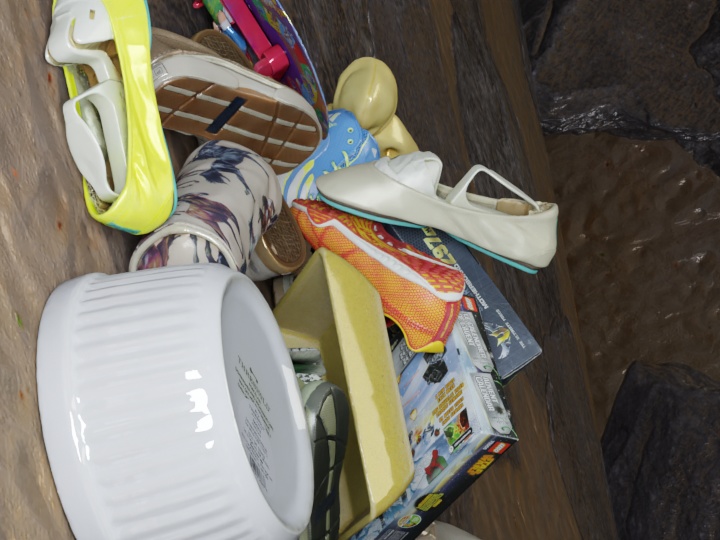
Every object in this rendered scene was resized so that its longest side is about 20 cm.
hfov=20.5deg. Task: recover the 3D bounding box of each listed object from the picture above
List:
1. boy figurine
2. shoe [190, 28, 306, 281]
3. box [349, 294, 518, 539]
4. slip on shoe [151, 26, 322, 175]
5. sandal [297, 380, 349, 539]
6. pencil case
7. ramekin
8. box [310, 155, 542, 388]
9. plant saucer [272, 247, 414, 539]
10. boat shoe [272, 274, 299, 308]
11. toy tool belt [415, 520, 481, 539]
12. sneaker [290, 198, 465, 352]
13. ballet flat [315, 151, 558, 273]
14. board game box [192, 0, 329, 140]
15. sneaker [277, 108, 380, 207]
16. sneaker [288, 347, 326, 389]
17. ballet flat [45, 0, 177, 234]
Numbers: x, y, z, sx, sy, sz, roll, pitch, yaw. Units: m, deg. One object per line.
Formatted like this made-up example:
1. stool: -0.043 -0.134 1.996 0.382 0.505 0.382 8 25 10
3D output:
1. boy figurine: -0.006 -0.123 1.821 0.200 0.124 0.065 93 10 -63
2. shoe: -0.101 -0.087 1.543 0.070 0.053 0.201 -14 84 -46
3. box: 0.036 0.128 1.550 0.040 0.200 0.137 13 45 -33
4. slip on shoe: -0.102 -0.125 1.459 0.200 0.076 0.061 15 37 -52
5. sandal: -0.050 0.166 1.346 0.080 0.057 0.202 -32 132 -68
6. pencil case: -0.103 -0.023 1.368 0.200 0.077 0.090 -75 169 -67
7. ramekin: -0.102 0.090 1.176 0.200 0.105 0.201 -14 90 -79
8. box: 0.050 0.024 1.643 0.200 0.051 0.158 55 -25 8
9. plant saucer: -0.012 0.102 1.488 0.200 0.048 0.201 128 -47 -67
10. boat shoe: -0.017 0.073 1.683 0.072 0.065 0.200 -95 165 -46
11. toy tool belt: 0.036 0.265 1.644 0.123 0.125 0.200 35 18 -10
12. sneaker: 0.000 0.000 1.535 0.200 0.073 0.077 40 -63 47
13. ballet flat: 0.065 -0.058 1.552 0.069 0.199 0.070 -162 -90 -75
14. board game box: -0.097 -0.183 1.600 0.200 0.039 0.158 44 -19 45
15. sneaker: -0.040 -0.084 1.667 0.200 0.105 0.076 -88 160 -54
16. sneaker: -0.069 0.088 1.365 0.200 0.088 0.077 -69 143 -69
17. ballet flat: -0.164 -0.121 1.260 0.067 0.067 0.201 -7 83 -50
